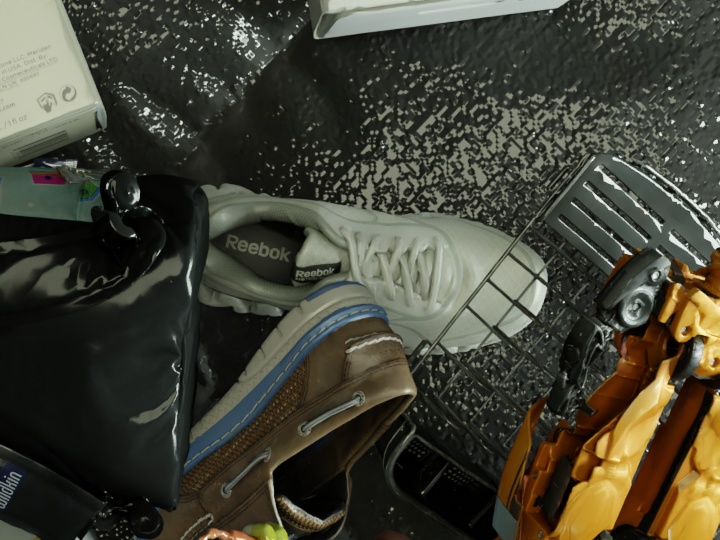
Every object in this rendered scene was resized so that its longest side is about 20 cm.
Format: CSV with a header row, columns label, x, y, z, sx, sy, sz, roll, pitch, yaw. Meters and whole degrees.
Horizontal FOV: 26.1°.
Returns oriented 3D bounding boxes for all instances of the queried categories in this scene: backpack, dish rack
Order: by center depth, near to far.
label,x,y,z,sx,sy,sz,roll,pitch,yaw
backpack,-0.171,0.024,0.698,0.197,0.127,0.169,6,102,-1
dish rack,0.108,0.048,0.778,0.153,0.055,0.201,35,96,-34

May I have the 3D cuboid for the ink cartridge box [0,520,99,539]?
label,x,y,z,sx,sy,sz,roll,pitch,yaw
ink cartridge box,-0.174,0.185,0.706,0.145,0.200,0.083,-36,125,-5

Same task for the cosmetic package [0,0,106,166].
label,x,y,z,sx,sy,sz,roll,pitch,yaw
cosmetic package,-0.194,-0.156,0.763,0.070,0.105,0.202,-22,93,-8

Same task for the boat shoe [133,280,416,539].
label,x,y,z,sx,sy,sz,roll,pitch,yaw
boat shoe,-0.044,0.100,0.747,0.073,0.072,0.201,53,124,32

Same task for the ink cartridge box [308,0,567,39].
label,x,y,z,sx,sy,sz,roll,pitch,yaw
ink cartridge box,0.031,-0.230,0.797,0.144,0.084,0.203,-8,90,-6

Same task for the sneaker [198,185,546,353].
label,x,y,z,sx,sy,sz,roll,pitch,yaw
sneaker,0.000,0.000,0.785,0.197,0.081,0.076,7,86,-7

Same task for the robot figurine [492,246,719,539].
label,x,y,z,sx,sy,sz,roll,pitch,yaw
robot figurine,0.132,0.077,0.737,0.144,0.058,0.202,13,106,-31

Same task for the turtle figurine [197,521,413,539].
label,x,y,z,sx,sy,sz,roll,pitch,yaw
turtle figurine,-0.024,0.197,0.713,0.161,0.064,0.202,-21,101,-51
